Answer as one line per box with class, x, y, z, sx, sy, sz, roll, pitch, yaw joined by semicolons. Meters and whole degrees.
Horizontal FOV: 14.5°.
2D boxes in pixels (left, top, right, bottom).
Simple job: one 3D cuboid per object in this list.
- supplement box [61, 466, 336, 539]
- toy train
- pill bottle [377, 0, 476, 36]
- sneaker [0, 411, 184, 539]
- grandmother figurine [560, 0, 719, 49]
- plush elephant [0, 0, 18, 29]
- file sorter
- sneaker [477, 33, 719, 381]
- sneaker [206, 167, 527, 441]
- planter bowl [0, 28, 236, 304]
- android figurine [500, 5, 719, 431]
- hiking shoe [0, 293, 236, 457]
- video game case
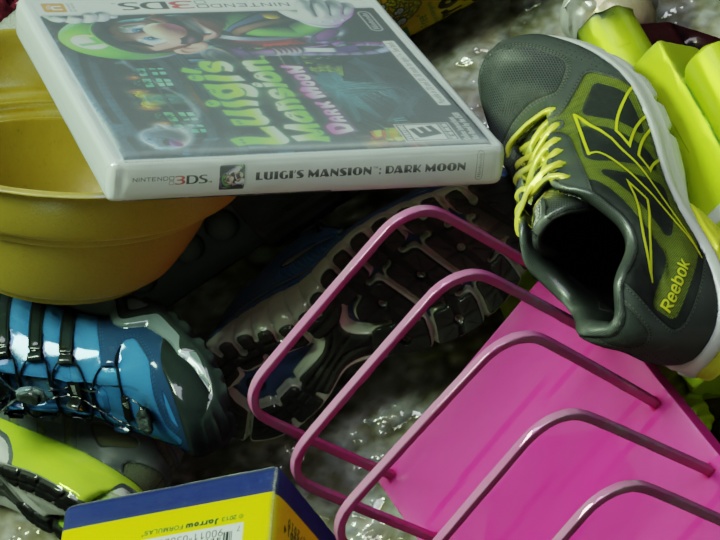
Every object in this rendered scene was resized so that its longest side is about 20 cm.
supplement box;-0.068;0.203;1.224;0.109;0.109;0.200;-12;50;20
toy train;-0.081;-0.042;1.423;0.200;0.085;0.114;-31;27;19
pill bottle;0.010;-0.178;1.506;0.200;0.113;0.113;-28;47;1
sneaker;-0.166;0.074;1.416;0.200;0.074;0.081;26;60;30
grandmother figurine;0.146;-0.086;1.410;0.121;0.061;0.200;-5;42;-15
plush elephant;-0.197;-0.129;1.522;0.154;0.165;0.201;23;84;2
file sorter;0.060;0.089;1.223;0.139;0.125;0.200;-50;45;15
sneaker;0.100;-0.038;1.258;0.075;0.084;0.200;-54;50;26
sneaker;0.000;0.000;1.367;0.200;0.079;0.089;-29;28;25
planter bowl;-0.138;-0.039;1.322;0.200;0.084;0.201;4;25;-2
android figurine;0.133;-0.019;1.313;0.182;0.041;0.200;-44;55;34
hiking shoe;-0.143;0.049;1.341;0.200;0.075;0.087;25;51;38
video game case;-0.051;-0.085;1.312;0.181;0.023;0.200;-4;27;-18
